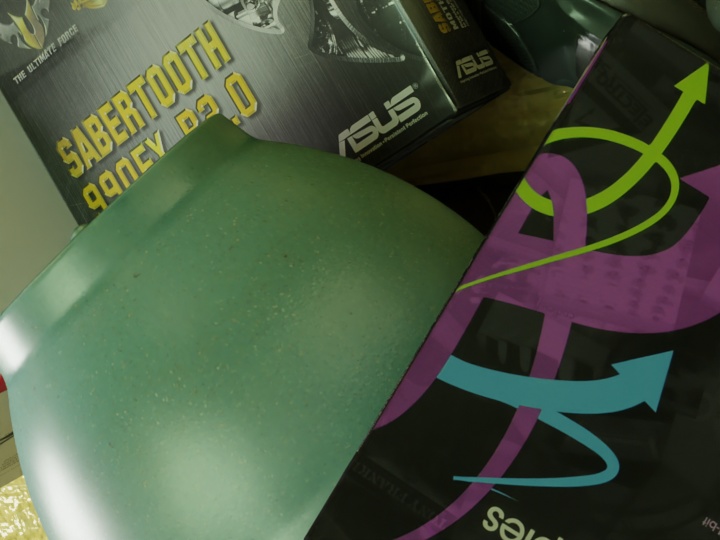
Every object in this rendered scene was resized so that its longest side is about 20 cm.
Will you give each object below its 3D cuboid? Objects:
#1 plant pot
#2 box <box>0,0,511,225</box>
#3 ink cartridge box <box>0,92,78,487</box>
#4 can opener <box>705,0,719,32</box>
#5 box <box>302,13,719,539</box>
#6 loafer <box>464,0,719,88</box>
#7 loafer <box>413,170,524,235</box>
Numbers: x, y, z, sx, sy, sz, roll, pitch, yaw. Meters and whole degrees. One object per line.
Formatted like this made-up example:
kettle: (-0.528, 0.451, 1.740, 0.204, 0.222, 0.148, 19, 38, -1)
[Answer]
plant pot: (-0.048, 0.031, 0.635, 0.134, 0.200, 0.200, 45, 127, -4)
box: (-0.058, -0.091, 0.724, 0.200, 0.048, 0.159, -30, 90, 37)
ink cartridge box: (-0.198, 0.012, 0.868, 0.145, 0.084, 0.200, 51, 145, 12)
can opener: (0.188, -0.106, 0.481, 0.200, 0.067, 0.054, -25, 92, 38)
box: (0.084, 0.048, 0.510, 0.143, 0.036, 0.201, 31, 85, 3)
loafer: (0.092, -0.108, 0.691, 0.200, 0.063, 0.072, 42, 156, 21)
loafer: (0.000, 0.000, 0.774, 0.199, 0.071, 0.073, -15, 99, 37)
